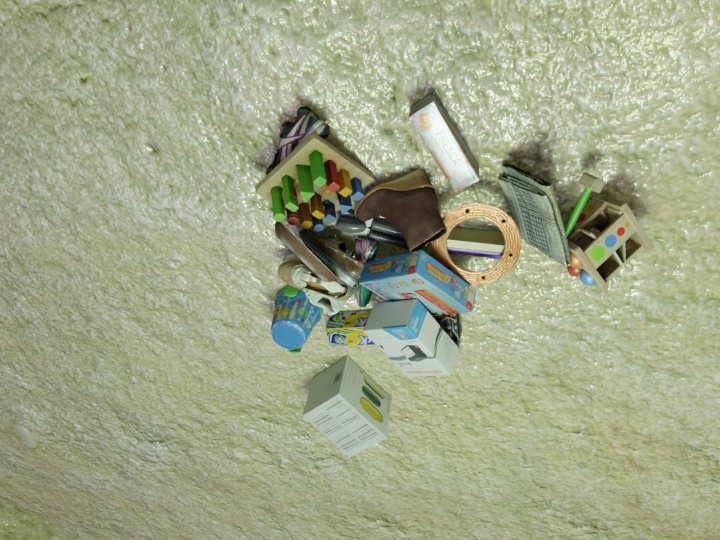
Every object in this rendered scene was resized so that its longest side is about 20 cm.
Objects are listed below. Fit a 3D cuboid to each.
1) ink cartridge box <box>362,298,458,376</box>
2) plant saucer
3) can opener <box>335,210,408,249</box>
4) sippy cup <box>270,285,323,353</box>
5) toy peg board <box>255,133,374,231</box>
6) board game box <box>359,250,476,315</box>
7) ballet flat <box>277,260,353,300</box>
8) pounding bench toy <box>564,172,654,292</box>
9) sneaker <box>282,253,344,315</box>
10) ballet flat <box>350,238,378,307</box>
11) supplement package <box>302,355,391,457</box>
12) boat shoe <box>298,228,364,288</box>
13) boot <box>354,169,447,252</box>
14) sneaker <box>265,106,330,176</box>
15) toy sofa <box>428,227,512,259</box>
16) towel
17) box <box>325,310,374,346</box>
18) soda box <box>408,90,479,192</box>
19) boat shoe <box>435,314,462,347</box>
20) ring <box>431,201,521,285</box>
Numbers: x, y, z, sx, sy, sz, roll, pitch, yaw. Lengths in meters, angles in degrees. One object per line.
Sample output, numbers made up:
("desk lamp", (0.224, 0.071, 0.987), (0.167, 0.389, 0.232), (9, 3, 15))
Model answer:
("ink cartridge box", (0.124, 0.168, 1.430), (0.143, 0.085, 0.200), (-11, 133, 42))
("plant saucer", (-0.129, -0.039, 1.353), (0.200, 0.200, 0.032), (44, 87, -18))
("can opener", (0.037, -0.087, 1.397), (0.195, 0.067, 0.054), (16, 126, 0))
("sippy cup", (-0.174, 0.130, 1.546), (0.138, 0.131, 0.179), (-26, 115, 25))
("toy peg board", (-0.095, -0.162, 1.306), (0.198, 0.100, 0.197), (-34, 139, 29))
("board game box", (0.132, 0.037, 1.367), (0.198, 0.057, 0.194), (33, 154, -32))
("ballet flat", (-0.108, 0.021, 1.440), (0.195, 0.065, 0.072), (15, 87, -3))
("pounding bench toy", (0.479, -0.083, 1.247), (0.156, 0.124, 0.200), (-42, 110, 5))
("sneaker", (-0.118, 0.034, 1.499), (0.199, 0.081, 0.070), (38, 131, -13))
("ballet flat", (0.000, 0.000, 1.465), (0.070, 0.069, 0.203), (24, 134, 19))
("supplement package", (-0.033, 0.386, 1.676), (0.149, 0.153, 0.200), (-34, 112, 28))
("boat shoe", (-0.067, -0.045, 1.420), (0.073, 0.072, 0.200), (-46, 69, -2))
("boot", (0.084, -0.115, 1.310), (0.197, 0.170, 0.072), (-27, 152, 21))
("sneaker", (-0.150, -0.284, 1.311), (0.199, 0.080, 0.087), (-39, 87, 31))
("toy sofa", (0.258, -0.056, 1.366), (0.194, 0.084, 0.100), (6, 124, 6))
("towel", (0.364, -0.120, 1.247), (0.034, 0.193, 0.203), (-26, 117, -4))
("box", (0.012, 0.152, 1.561), (0.195, 0.071, 0.065), (-4, 126, 14))
("soda box", (0.180, -0.269, 1.247), (0.063, 0.069, 0.201), (-25, 116, 24))
("boat shoe", (0.219, 0.108, 1.479), (0.069, 0.092, 0.204), (-10, 121, 17))
("ring", (0.255, -0.058, 1.306), (0.195, 0.019, 0.205), (5, 119, 9))
